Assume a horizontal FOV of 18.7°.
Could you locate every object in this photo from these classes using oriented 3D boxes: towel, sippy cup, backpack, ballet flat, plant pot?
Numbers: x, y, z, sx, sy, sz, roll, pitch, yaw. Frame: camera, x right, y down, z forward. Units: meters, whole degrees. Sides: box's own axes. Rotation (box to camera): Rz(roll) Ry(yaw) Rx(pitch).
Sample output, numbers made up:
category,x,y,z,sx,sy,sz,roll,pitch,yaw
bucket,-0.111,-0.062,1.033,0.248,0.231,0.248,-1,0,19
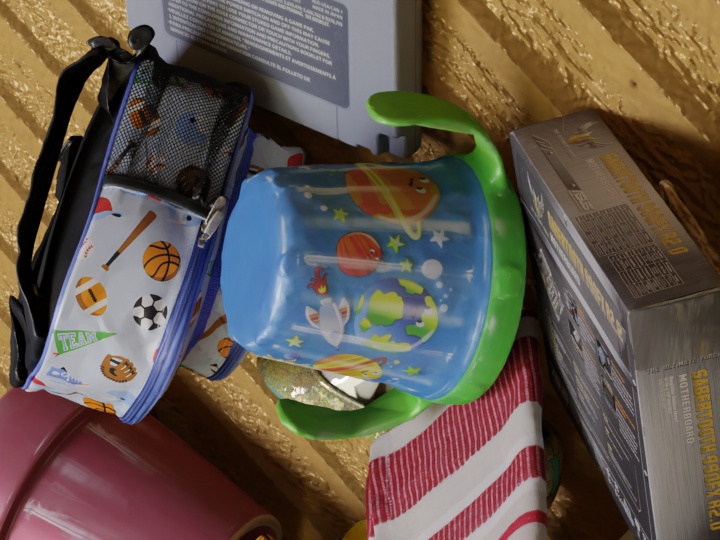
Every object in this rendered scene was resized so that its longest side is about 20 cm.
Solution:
category,x,y,z,sx,sy,sz,roll,pitch,yaw
towel,0.047,0.128,1.144,0.023,0.200,0.144,28,129,-22
sippy cup,0.000,0.000,1.153,0.140,0.130,0.178,169,105,-67
backpack,-0.124,-0.009,1.246,0.154,0.191,0.200,24,160,-3
ballet flat,0.031,0.074,1.277,0.200,0.071,0.071,28,136,18
plant pot,-0.158,0.183,1.445,0.179,0.200,0.200,24,134,22

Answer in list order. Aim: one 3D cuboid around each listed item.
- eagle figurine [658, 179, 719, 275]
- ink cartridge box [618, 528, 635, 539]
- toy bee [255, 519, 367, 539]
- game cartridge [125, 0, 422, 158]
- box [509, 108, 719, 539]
category,x,y,z,sx,sy,sz,roll,pitch,yaw
eagle figurine,0.231,-0.005,0.955,0.152,0.151,0.200,44,134,-11
ink cartridge box,0.183,0.195,1.113,0.147,0.200,0.086,34,138,20
toy bee,-0.035,0.225,1.427,0.109,0.131,0.200,46,160,48
game cartridge,-0.049,-0.151,1.204,0.200,0.042,0.133,25,130,29
box,0.131,0.034,1.071,0.200,0.048,0.159,-115,12,-60
